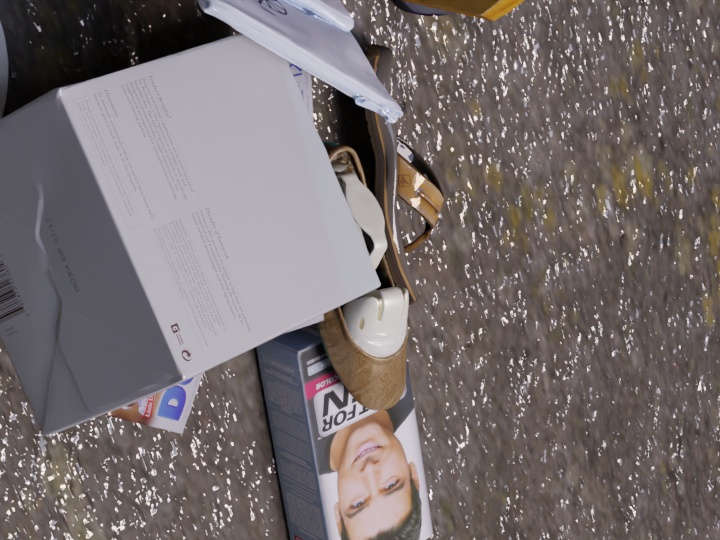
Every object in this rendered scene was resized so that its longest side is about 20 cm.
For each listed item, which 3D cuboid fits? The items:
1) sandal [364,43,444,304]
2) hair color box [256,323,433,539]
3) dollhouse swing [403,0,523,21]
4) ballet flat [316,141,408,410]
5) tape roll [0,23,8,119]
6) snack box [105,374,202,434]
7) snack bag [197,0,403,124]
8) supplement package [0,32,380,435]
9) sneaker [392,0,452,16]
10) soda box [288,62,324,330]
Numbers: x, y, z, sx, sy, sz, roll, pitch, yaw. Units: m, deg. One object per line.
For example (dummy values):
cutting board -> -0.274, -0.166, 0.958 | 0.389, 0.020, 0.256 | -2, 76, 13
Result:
sandal -> 0.034, -0.070, 1.705 | 0.054, 0.082, 0.200 | -5, 103, -1
hair color box -> -0.011, 0.126, 1.745 | 0.099, 0.061, 0.200 | -24, 118, -32
dollhouse swing -> 0.125, -0.269, 1.640 | 0.181, 0.200, 0.176 | -2, 104, -39
ballet flat -> 0.000, 0.000, 1.656 | 0.068, 0.072, 0.200 | -10, 83, -33
tape roll -> -0.313, -0.119, 1.437 | 0.203, 0.037, 0.203 | -13, 111, -35
snack box -> -0.127, 0.013, 1.638 | 0.072, 0.024, 0.200 | 18, 91, -42
snack bag -> -0.066, -0.194, 1.522 | 0.188, 0.200, 0.021 | 28, 114, -41
supplement package -> -0.130, -0.028, 1.472 | 0.200, 0.147, 0.192 | -25, 92, -49
sneaker -> 0.117, -0.232, 1.720 | 0.200, 0.087, 0.075 | -19, 115, -34
soda box -> -0.074, -0.056, 1.602 | 0.068, 0.063, 0.200 | -18, 113, -37
